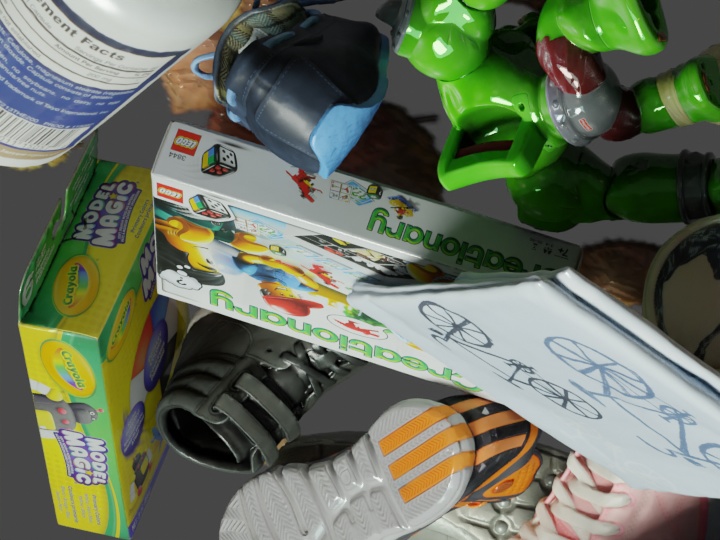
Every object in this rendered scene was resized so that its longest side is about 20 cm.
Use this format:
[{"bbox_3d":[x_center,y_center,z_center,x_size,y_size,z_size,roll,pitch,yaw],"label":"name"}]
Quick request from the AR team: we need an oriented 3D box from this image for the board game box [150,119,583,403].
[{"bbox_3d":[0.000,0.000,1.297,0.200,0.035,0.126,18,154,6],"label":"board game box"}]

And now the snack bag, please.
[{"bbox_3d":[0.107,0.052,1.211,0.188,0.021,0.200,33,165,-19],"label":"snack bag"}]

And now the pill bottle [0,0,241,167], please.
[{"bbox_3d":[-0.118,-0.133,1.216,0.111,0.111,0.200,37,140,-18],"label":"pill bottle"}]

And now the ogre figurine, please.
[{"bbox_3d":[0.089,-0.084,1.186,0.120,0.098,0.200,-19,145,30],"label":"ogre figurine"}]

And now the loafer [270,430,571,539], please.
[{"bbox_3d":[0.051,0.118,1.485,0.199,0.070,0.070,9,-178,5],"label":"loafer"}]

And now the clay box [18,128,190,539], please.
[{"bbox_3d":[-0.129,0.034,1.420,0.047,0.115,0.200,12,142,11],"label":"clay box"}]

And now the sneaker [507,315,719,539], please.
[{"bbox_3d":[0.125,0.119,1.383,0.104,0.075,0.201,-21,131,-18],"label":"sneaker"}]

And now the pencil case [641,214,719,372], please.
[{"bbox_3d":[0.188,0.041,1.252,0.078,0.090,0.200,24,168,28],"label":"pencil case"}]

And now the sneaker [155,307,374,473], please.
[{"bbox_3d":[-0.024,0.050,1.401,0.200,0.099,0.071,-19,125,38],"label":"sneaker"}]

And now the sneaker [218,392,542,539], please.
[{"bbox_3d":[0.021,0.117,1.413,0.200,0.112,0.078,-29,77,42],"label":"sneaker"}]

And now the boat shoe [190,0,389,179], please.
[{"bbox_3d":[-0.028,-0.094,1.195,0.069,0.084,0.200,34,180,-8],"label":"boat shoe"}]
